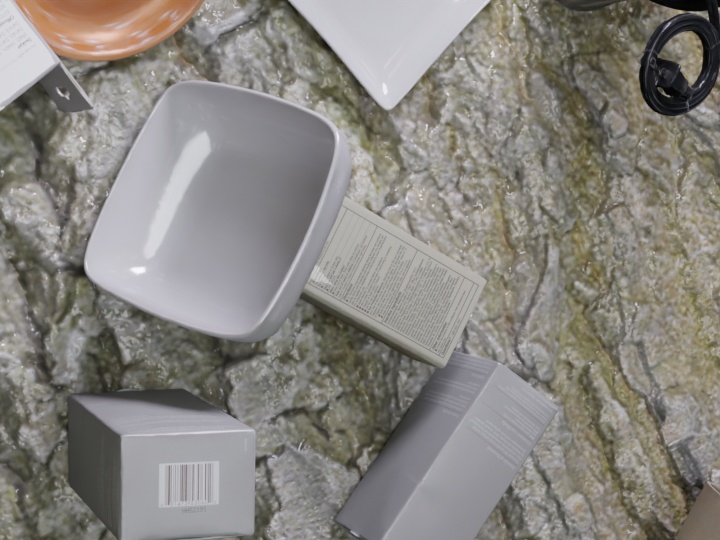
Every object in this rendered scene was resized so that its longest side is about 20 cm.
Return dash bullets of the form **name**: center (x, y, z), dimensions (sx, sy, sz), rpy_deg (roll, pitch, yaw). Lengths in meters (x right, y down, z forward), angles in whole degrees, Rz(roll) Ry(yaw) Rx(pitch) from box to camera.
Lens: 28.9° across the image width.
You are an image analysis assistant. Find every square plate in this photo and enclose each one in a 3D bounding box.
- **square plate**: center (0.021, -0.280, 1.248), dimensions (0.200, 0.028, 0.198), rpy_deg (-48, 111, -13)

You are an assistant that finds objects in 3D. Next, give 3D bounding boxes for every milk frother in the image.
- **milk frother**: center (0.248, -0.249, 1.262), dimensions (0.180, 0.188, 0.200), rpy_deg (41, 78, -20)

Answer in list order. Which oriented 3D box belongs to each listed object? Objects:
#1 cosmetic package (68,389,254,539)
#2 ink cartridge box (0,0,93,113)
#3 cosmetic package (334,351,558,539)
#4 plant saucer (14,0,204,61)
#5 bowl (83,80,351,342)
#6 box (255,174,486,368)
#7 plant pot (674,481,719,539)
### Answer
- **cosmetic package**: center (-0.161, 0.149, 1.103), dimensions (0.107, 0.200, 0.090), rpy_deg (-1, 92, -21)
- **ink cartridge box**: center (-0.300, -0.183, 1.067), dimensions (0.067, 0.116, 0.200), rpy_deg (-41, 108, -16)
- **cosmetic package**: center (0.076, 0.178, 1.267), dimensions (0.090, 0.107, 0.200), rpy_deg (36, 82, -21)
- **plant saucer**: center (-0.199, -0.263, 1.107), dimensions (0.200, 0.037, 0.200), rpy_deg (-23, 135, -25)
- **bowl**: center (-0.106, -0.043, 1.140), dimensions (0.075, 0.200, 0.200), rpy_deg (36, 76, -57)
- **box**: center (0.000, 0.000, 1.234), dimensions (0.200, 0.078, 0.095), rpy_deg (31, 82, -23)
- **plant pot**: center (0.359, 0.344, 1.379), dimensions (0.187, 0.187, 0.200), rpy_deg (35, 94, -22)
